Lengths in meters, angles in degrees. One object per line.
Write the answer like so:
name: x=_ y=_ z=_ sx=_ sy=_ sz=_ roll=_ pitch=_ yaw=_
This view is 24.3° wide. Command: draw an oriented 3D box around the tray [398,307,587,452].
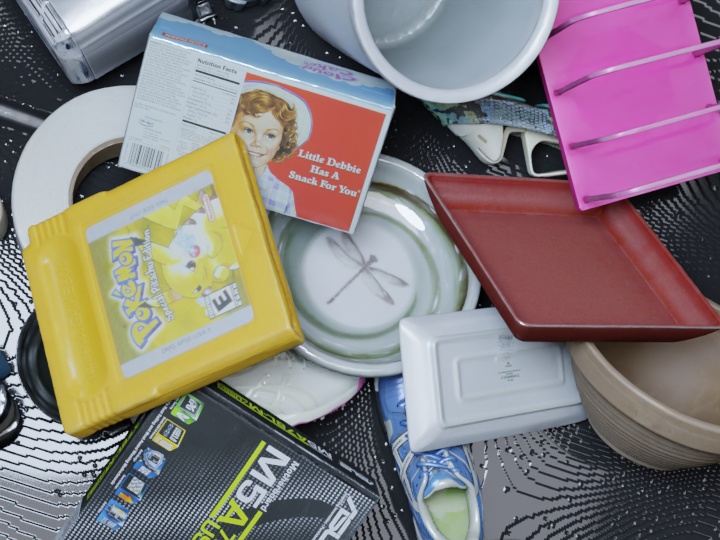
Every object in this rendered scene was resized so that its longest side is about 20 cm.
tray: x=0.118 y=0.084 z=1.377 sx=0.199 sy=0.022 sz=0.108 roll=-6 pitch=89 yaw=-37

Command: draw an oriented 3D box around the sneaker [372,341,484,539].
sneaker: x=0.065 y=0.152 z=1.384 sx=0.075 sy=0.077 sz=0.201 roll=-18 pitch=84 yaw=-8

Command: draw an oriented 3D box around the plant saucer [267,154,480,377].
plant saucer: x=0.000 y=0.000 z=1.394 sx=0.198 sy=0.050 sz=0.202 roll=5 pitch=66 yaw=-11

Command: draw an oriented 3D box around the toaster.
toaster: x=-0.220 y=-0.244 z=1.373 sx=0.129 sy=0.114 sz=0.201 roll=-34 pitch=80 yaw=-6

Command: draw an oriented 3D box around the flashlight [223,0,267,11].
flashlight: x=-0.090 y=-0.267 z=1.352 sx=0.067 sy=0.200 sz=0.068 roll=19 pitch=82 yaw=-6

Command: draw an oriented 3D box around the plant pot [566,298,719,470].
plant pot: x=0.251 y=0.099 z=1.386 sx=0.199 sy=0.201 sz=0.093 roll=21 pitch=121 yaw=-5

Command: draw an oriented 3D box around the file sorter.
file sorter: x=0.228 y=-0.165 z=1.350 sx=0.138 sy=0.125 sz=0.202 roll=-16 pitch=92 yaw=-6

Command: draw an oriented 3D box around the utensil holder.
utensil holder: x=0.043 y=-0.237 z=1.343 sx=0.169 sy=0.200 sz=0.171 roll=-6 pitch=109 yaw=-17

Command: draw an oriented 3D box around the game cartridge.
game cartridge: x=-0.156 y=0.011 z=1.276 sx=0.199 sy=0.032 sz=0.177 roll=-23 pitch=68 yaw=12

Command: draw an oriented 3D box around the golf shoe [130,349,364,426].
golf shoe: x=-0.089 y=0.081 z=1.353 sx=0.198 sy=0.075 sz=0.092 roll=-10 pitch=122 yaw=-20

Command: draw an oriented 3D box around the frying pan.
frying pan: x=-0.222 y=0.036 z=1.381 sx=0.114 sy=0.031 sz=0.192 roll=10 pitch=74 yaw=-15

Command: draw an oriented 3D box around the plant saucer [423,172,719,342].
plant saucer: x=0.167 y=-0.005 z=1.364 sx=0.199 sy=0.200 sz=0.037 roll=2 pitch=127 yaw=-28

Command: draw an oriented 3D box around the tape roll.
tape roll: x=-0.187 y=-0.054 z=1.380 sx=0.201 sy=0.037 sz=0.205 roll=3 pitch=74 yaw=-9

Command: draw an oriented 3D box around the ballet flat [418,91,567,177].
ballet flat: x=0.138 y=-0.117 z=1.433 sx=0.198 sy=0.074 sz=0.075 roll=10 pitch=82 yaw=-5

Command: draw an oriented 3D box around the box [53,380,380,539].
box: x=-0.118 y=0.201 z=1.323 sx=0.193 sy=0.048 sz=0.201 roll=35 pitch=99 yaw=-12

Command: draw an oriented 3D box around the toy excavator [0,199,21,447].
toy excavator: x=-0.338 y=0.048 z=1.341 sx=0.194 sy=0.100 sz=0.201 roll=-33 pitch=80 yaw=-11

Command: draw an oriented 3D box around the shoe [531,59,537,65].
shoe: x=0.181 y=-0.197 z=1.449 sx=0.091 sy=0.071 sz=0.200 roll=-44 pitch=86 yaw=-8

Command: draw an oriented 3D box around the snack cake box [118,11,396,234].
snack cake box: x=-0.081 y=-0.117 z=1.327 sx=0.198 sy=0.067 sz=0.116 roll=17 pitch=114 yaw=-5
